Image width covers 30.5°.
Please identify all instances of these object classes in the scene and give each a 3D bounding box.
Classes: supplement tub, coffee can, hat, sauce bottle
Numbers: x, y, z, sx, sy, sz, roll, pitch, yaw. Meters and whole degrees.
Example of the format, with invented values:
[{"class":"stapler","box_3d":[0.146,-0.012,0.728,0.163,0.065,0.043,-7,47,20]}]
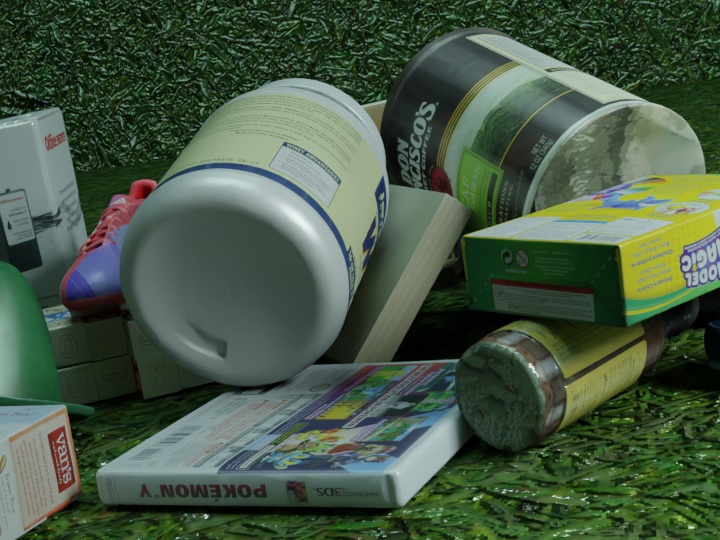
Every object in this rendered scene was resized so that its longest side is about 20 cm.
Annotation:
[{"class":"supplement tub","box_3d":[-0.060,-0.034,0.870,0.144,0.146,0.200,-6,27,17]},{"class":"coffee can","box_3d":[0.123,-0.076,0.932,0.145,0.148,0.200,-14,28,-24]},{"class":"hat","box_3d":[-0.243,0.002,0.835,0.165,0.178,0.199,10,-14,-41]},{"class":"sauce bottle","box_3d":[0.133,0.044,0.754,0.064,0.065,0.199,0,12,41]}]

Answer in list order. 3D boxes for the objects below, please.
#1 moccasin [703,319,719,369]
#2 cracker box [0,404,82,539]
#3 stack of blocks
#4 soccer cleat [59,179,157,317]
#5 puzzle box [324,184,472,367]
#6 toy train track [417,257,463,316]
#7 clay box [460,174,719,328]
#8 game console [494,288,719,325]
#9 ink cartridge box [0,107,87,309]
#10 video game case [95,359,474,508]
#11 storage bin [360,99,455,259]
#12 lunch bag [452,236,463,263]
[{"class":"moccasin","box_3d":[0.289,0.012,0.761,0.198,0.069,0.080,-12,11,-11]},{"class":"cracker box","box_3d":[-0.253,0.125,0.664,0.133,0.058,0.200,-4,12,25]},{"class":"stack of blocks","box_3d":[-0.159,0.052,0.971,0.198,0.059,0.115,-12,11,-16]},{"class":"soccer cleat","box_3d":[-0.181,-0.018,0.983,0.066,0.077,0.200,-7,11,8]},{"class":"puzzle box","box_3d":[0.000,0.000,0.956,0.025,0.134,0.200,30,-4,-21]},{"class":"toy train track","box_3d":[-0.007,0.025,1.079,0.198,0.033,0.115,-11,16,27]},{"class":"clay box","box_3d":[0.167,-0.019,0.749,0.199,0.048,0.114,-16,14,-38]},{"class":"game console","box_3d":[0.225,0.008,0.985,0.198,0.117,0.177,-3,42,33]},{"class":"ink cartridge box","box_3d":[-0.287,-0.032,1.139,0.082,0.202,0.147,-10,10,-3]},{"class":"video game case","box_3d":[-0.021,0.089,0.754,0.181,0.023,0.200,-4,10,26]},{"class":"storage bin","box_3d":[-0.025,-0.060,1.207,0.198,0.094,0.199,-12,31,0]},{"class":"lunch bag","box_3d":[0.184,-0.059,1.153,0.198,0.095,0.151,-5,-2,-6]}]
